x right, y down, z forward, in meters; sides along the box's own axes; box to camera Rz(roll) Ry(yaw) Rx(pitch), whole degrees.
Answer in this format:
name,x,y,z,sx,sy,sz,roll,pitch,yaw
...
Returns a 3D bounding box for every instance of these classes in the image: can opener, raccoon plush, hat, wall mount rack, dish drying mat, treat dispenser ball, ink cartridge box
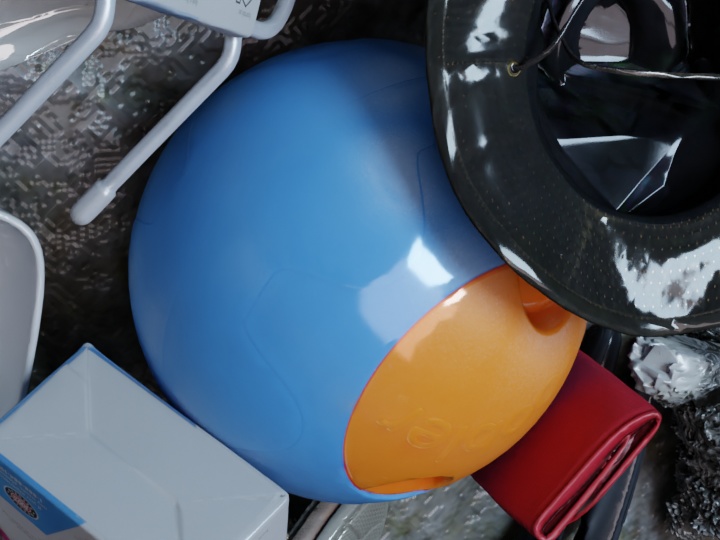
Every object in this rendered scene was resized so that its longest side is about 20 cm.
name,x,y,z,sx,sy,sz,roll,pitch,yaw
can opener,0.120,0.125,0.939,0.063,0.079,0.200,21,90,-20
raccoon plush,0.175,0.094,0.921,0.200,0.097,0.134,8,107,-39
hat,0.104,-0.075,0.692,0.201,0.081,0.201,0,89,-15
wall mount rack,-0.090,-0.099,0.645,0.075,0.200,0.174,9,93,19
dish drying mat,0.074,0.064,0.817,0.018,0.200,0.077,39,91,-19
treat dispenser ball,0.000,0.000,0.762,0.201,0.201,0.201,-8,111,-20
ink cartridge box,-0.098,0.134,0.787,0.068,0.115,0.200,-45,160,-28

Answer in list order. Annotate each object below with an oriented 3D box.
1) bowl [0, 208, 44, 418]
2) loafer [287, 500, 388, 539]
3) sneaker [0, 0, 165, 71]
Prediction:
name,x,y,z,sx,sy,sz,roll,pitch,yaw
bowl,-0.249,0.043,0.745,0.200,0.075,0.200,9,105,-26
loafer,-0.056,0.185,0.886,0.072,0.063,0.200,17,101,-62
sneaker,-0.119,-0.146,0.733,0.200,0.075,0.089,-24,114,-11
